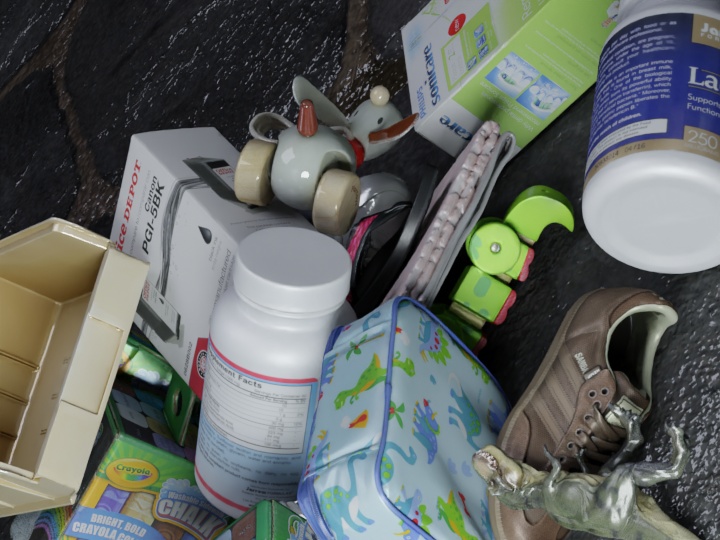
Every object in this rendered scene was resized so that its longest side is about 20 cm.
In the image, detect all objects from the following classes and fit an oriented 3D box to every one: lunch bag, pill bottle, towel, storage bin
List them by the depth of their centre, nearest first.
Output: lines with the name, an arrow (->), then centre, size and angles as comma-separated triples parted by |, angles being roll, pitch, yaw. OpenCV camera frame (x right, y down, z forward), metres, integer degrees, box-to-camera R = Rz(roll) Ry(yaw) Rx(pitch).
lunch bag -> 0.039, 0.132, 1.530 | 0.082, 0.161, 0.201 | -29, 34, 29
pill bottle -> 0.214, -0.108, 1.545 | 0.116, 0.116, 0.201 | -31, 37, 41
pill bottle -> -0.058, 0.075, 1.639 | 0.109, 0.108, 0.201 | -107, 22, -57
towel -> 0.041, 0.005, 1.716 | 0.200, 0.032, 0.191 | -62, 4, -36
storage bin -> -0.262, 0.080, 1.785 | 0.198, 0.093, 0.201 | -18, 52, 59

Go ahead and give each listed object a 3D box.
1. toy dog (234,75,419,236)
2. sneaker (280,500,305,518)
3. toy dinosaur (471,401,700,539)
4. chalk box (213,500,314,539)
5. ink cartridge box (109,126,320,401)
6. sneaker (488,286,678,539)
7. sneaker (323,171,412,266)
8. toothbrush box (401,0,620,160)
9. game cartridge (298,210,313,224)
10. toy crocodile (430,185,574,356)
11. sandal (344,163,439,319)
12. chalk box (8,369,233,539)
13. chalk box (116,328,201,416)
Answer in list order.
toy dog -> -0.023, -0.108, 1.753 | 0.200, 0.131, 0.097 | -83, 3, -62
sneaker -> -0.051, 0.198, 1.619 | 0.199, 0.071, 0.073 | -11, -3, 9
toy dinosaur -> 0.164, 0.132, 1.415 | 0.199, 0.047, 0.088 | 21, 82, 40
chalk box -> -0.059, 0.249, 1.507 | 0.125, 0.200, 0.124 | -42, 31, 28
ink cartridge box -> -0.114, -0.001, 1.783 | 0.200, 0.083, 0.147 | 44, 129, 42
sneaker -> 0.146, 0.097, 1.491 | 0.075, 0.070, 0.201 | -8, 55, 54
sneaker -> -0.008, 0.018, 1.844 | 0.201, 0.078, 0.099 | -61, 32, 12
toothbrush box -> 0.132, -0.195, 1.812 | 0.200, 0.086, 0.146 | -44, 30, 28
game cartridge -> -0.085, -0.019, 1.930 | 0.200, 0.133, 0.042 | -37, 55, 45
toy crocodile -> 0.086, 0.023, 1.688 | 0.201, 0.062, 0.068 | -58, 2, 3
sandal -> 0.000, 0.000, 1.708 | 0.200, 0.045, 0.075 | -58, 3, 31
chalk box -> -0.175, 0.171, 1.819 | 0.201, 0.124, 0.125 | -58, 24, 12
chalk box -> -0.207, 0.112, 1.974 | 0.201, 0.124, 0.125 | -59, 9, -2
